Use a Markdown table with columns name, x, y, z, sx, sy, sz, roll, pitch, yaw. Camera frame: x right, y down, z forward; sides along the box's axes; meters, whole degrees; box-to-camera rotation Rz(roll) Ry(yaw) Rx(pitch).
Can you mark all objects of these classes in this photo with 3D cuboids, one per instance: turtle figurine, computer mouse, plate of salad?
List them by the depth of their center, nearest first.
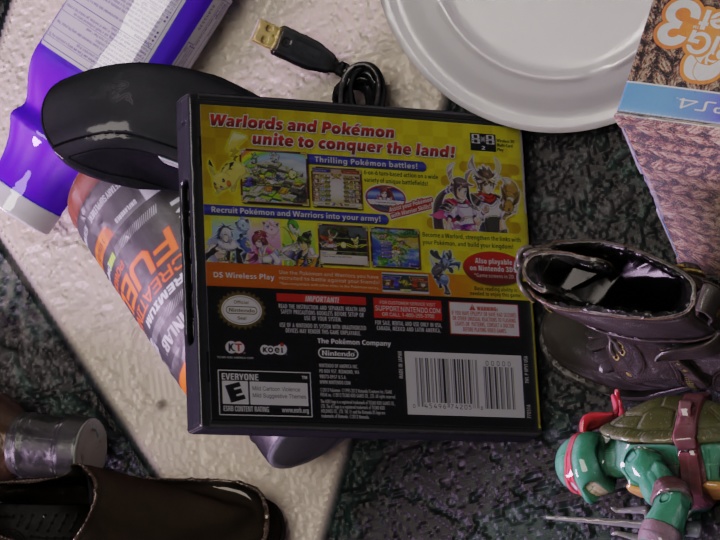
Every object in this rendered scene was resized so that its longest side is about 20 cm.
| name | x | y | z | sx | sy | sz | roll | pitch | yaw |
| --- | --- | --- | --- | --- | --- | --- | --- | --- | --- |
| turtle figurine | 0.170 | 0.111 | 1.406 | 0.200 | 0.150 | 0.101 | -5 | 103 | 23 |
| computer mouse | -0.071 | -0.097 | 1.547 | 0.200 | 0.046 | 0.140 | 16 | 51 | -12 |
| plate of salad | 0.107 | -0.176 | 1.547 | 0.200 | 0.048 | 0.200 | 0 | 93 | 1 |

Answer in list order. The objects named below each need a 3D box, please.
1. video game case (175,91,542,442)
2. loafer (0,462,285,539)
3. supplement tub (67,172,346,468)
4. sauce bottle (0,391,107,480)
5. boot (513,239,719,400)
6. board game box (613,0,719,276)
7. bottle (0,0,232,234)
| name | x | y | z | sx | sy | sz | roll | pitch | yaw |
| --- | --- | --- | --- | --- | --- | --- | --- | --- | --- |
| video game case | 0.000 | 0.000 | 1.507 | 0.026 | 0.200 | 0.181 | 152 | 118 | -63 |
| loafer | -0.139 | 0.144 | 1.542 | 0.200 | 0.071 | 0.073 | -4 | 54 | -10 |
| supplement tub | -0.073 | 0.012 | 1.563 | 0.107 | 0.107 | 0.200 | -40 | 67 | 10 |
| sauce bottle | -0.245 | 0.096 | 1.640 | 0.200 | 0.065 | 0.065 | 5 | 81 | 25 |
| boot | 0.134 | 0.018 | 1.425 | 0.200 | 0.174 | 0.069 | 5 | 78 | 42 |
| board game box | 0.216 | -0.115 | 1.412 | 0.097 | 0.159 | 0.200 | 9 | 66 | 24 |
| bottle | -0.150 | -0.117 | 1.644 | 0.084 | 0.065 | 0.200 | 33 | 93 | 25 |
